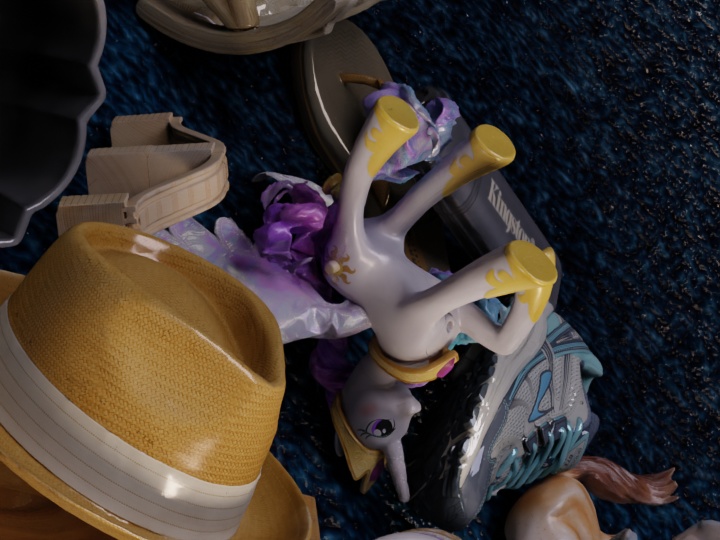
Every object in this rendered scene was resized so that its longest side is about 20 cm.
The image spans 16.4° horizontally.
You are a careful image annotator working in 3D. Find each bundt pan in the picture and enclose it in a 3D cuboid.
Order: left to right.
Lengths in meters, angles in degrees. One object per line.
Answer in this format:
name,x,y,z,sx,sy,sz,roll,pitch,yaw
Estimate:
bundt pan,-0.215,-0.096,1.087,0.202,0.076,0.202,-9,107,-32

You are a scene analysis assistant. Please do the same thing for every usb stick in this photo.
usb stick,0.069,-0.034,1.412,0.200,0.033,0.055,51,36,-51

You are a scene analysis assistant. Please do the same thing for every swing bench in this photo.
swing bench,-0.049,-0.224,1.397,0.199,0.130,0.200,-30,94,-55

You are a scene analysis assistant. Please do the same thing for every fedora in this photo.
fedora,-0.090,0.039,1.043,0.201,0.082,0.201,30,18,-11

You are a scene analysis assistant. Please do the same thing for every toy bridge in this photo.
toy bridge,-0.097,-0.046,1.193,0.200,0.067,0.027,-80,166,-74

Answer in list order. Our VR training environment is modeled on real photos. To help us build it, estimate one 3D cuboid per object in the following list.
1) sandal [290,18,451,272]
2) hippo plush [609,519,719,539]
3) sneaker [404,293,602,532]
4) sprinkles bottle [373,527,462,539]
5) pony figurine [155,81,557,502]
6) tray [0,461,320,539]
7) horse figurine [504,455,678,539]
sandal,0.021,-0.059,1.414,0.080,0.054,0.200,3,63,-49
hippo plush,0.157,0.174,1.228,0.200,0.161,0.159,6,104,-36
sneaker,0.088,0.081,1.351,0.086,0.078,0.200,37,36,-5
sprinkles bottle,0.025,0.156,1.168,0.068,0.068,0.200,62,1,6
pony figurine,0.000,0.000,1.263,0.193,0.200,0.167,49,41,14
tray,-0.098,0.127,1.058,0.200,0.037,0.099,18,51,-39
horse figurine,0.115,0.170,1.360,0.133,0.050,0.200,44,44,-22
